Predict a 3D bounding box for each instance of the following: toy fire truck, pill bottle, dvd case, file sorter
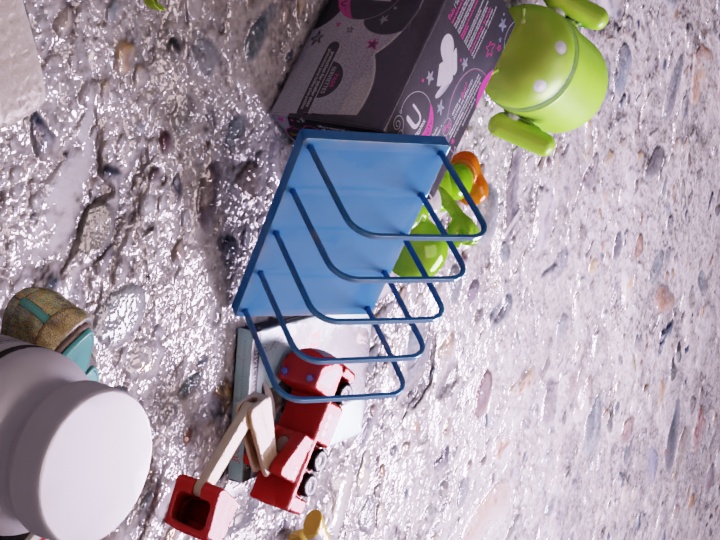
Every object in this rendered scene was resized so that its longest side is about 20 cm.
[{"bbox_3d":[-0.084,0.152,1.218,0.141,0.049,0.201,41,66,-54],"label":"toy fire truck"},{"bbox_3d":[-0.234,0.096,0.846,0.116,0.199,0.116,-27,124,-51],"label":"pill bottle"},{"bbox_3d":[-0.054,0.109,1.315,0.200,0.022,0.147,-11,111,-55],"label":"dvd case"},{"bbox_3d":[0.000,0.000,1.147,0.138,0.123,0.200,-1,133,-29],"label":"file sorter"}]

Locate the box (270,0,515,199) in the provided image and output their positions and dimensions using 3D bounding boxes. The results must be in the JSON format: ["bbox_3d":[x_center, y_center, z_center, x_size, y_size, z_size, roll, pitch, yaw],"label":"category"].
[{"bbox_3d":[0.030,-0.185,1.236,0.201,0.132,0.115,-64,144,-19],"label":"box"}]

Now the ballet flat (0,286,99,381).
[{"bbox_3d":[-0.222,0.070,0.973,0.071,0.070,0.200,-58,174,-29],"label":"ballet flat"}]

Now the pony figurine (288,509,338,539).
[{"bbox_3d":[-0.021,0.353,1.361,0.200,0.166,0.194,39,59,-39],"label":"pony figurine"}]

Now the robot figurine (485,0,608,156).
[{"bbox_3d":[0.199,-0.220,1.511,0.200,0.115,0.176,20,96,-58],"label":"robot figurine"}]

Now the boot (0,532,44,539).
[{"bbox_3d":[-0.248,0.187,0.987,0.200,0.072,0.144,-35,165,-19],"label":"boot"}]

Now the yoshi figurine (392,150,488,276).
[{"bbox_3d":[0.060,-0.051,1.331,0.113,0.112,0.200,-51,177,26],"label":"yoshi figurine"}]

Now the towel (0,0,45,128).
[{"bbox_3d":[-0.270,-0.165,0.855,0.132,0.034,0.201,-42,135,-42],"label":"towel"}]

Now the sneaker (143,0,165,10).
[{"bbox_3d":[-0.142,-0.286,0.981,0.083,0.071,0.201,-35,129,-45],"label":"sneaker"}]
